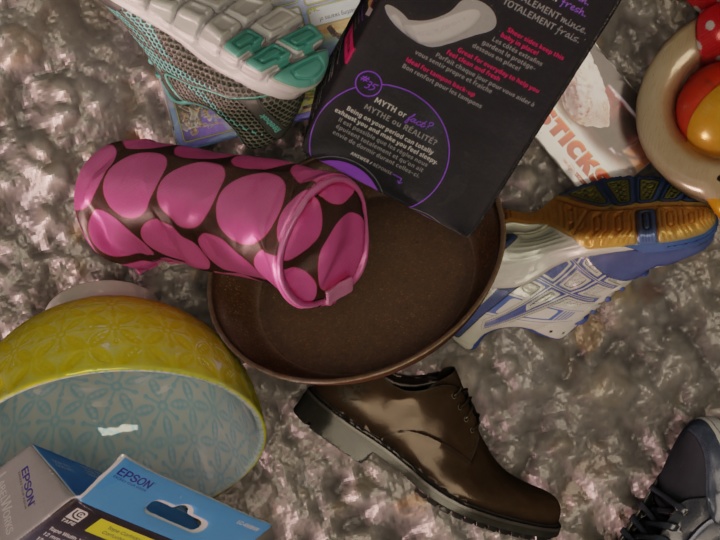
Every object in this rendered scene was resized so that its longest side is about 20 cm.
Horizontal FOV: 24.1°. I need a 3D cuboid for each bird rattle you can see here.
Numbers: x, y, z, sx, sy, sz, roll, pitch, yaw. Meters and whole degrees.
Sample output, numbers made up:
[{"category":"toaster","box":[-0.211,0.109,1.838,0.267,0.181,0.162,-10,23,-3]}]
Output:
[{"category":"bird rattle","box":[0.245,-0.123,1.068,0.163,0.113,0.200,-43,68,8]}]

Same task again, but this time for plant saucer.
[{"category":"plant saucer","box":[0.000,0.000,1.088,0.199,0.201,0.037,-22,136,2]}]

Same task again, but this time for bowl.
[{"category":"bowl","box":[-0.165,0.073,1.101,0.199,0.201,0.108,-10,56,0]}]

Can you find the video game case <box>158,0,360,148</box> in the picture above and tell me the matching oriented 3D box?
[{"category":"video game case","box":[-0.045,-0.189,1.096,0.199,0.045,0.183,-13,97,9]}]

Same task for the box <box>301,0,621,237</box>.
[{"category":"box","box":[0.063,-0.144,0.998,0.122,0.106,0.201,27,118,-10]}]

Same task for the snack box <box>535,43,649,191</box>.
[{"category":"snack box","box":[0.120,-0.140,1.130,0.072,0.024,0.200,-40,98,8]}]

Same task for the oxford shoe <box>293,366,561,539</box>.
[{"category":"oxford shoe","box":[0.060,0.114,1.144,0.199,0.073,0.085,32,94,-6]}]

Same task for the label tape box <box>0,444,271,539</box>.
[{"category":"label tape box","box":[-0.179,0.174,1.089,0.200,0.066,0.143,-38,138,19]}]

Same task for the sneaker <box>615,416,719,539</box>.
[{"category":"sneaker","box":[0.176,0.194,1.138,0.145,0.077,0.204,7,99,-24]}]

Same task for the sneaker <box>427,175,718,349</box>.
[{"category":"sneaker","box":[0.142,-0.002,1.124,0.199,0.075,0.089,-10,120,18]}]

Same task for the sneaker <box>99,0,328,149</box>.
[{"category":"sneaker","box":[-0.114,-0.146,1.054,0.200,0.078,0.091,38,139,16]}]

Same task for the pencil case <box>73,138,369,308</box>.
[{"category":"pencil case","box":[-0.085,-0.028,1.051,0.091,0.199,0.094,-27,118,-40]}]
